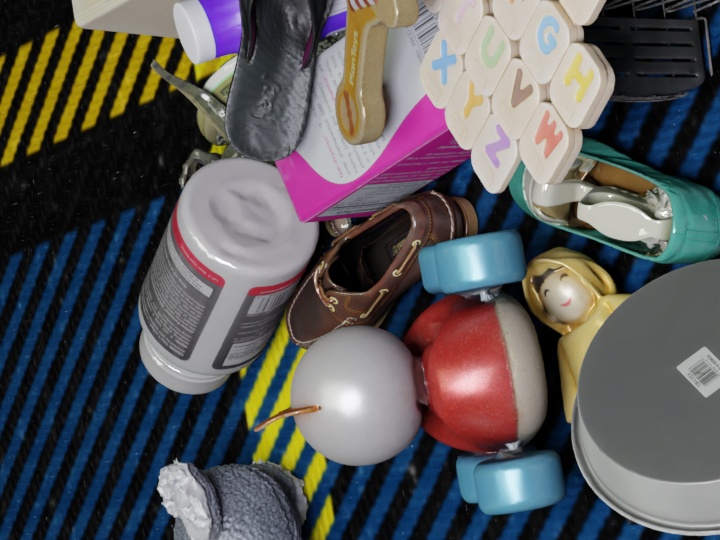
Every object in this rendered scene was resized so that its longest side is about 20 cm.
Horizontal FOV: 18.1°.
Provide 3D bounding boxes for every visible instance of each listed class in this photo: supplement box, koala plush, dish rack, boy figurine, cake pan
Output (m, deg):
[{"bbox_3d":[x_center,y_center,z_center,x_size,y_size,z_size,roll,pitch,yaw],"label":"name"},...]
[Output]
[{"bbox_3d":[0.034,-0.123,1.616,0.199,0.103,0.102,-30,76,33],"label":"supplement box"},{"bbox_3d":[-0.080,0.235,1.719,0.183,0.177,0.201,-29,69,29],"label":"koala plush"},{"bbox_3d":[0.174,-0.211,1.465,0.054,0.152,0.202,-15,80,57],"label":"dish rack"},{"bbox_3d":[0.176,0.065,1.522,0.124,0.064,0.201,-43,64,40],"label":"boy figurine"},{"bbox_3d":[0.222,0.071,1.408,0.199,0.037,0.201,-15,47,16],"label":"cake pan"}]

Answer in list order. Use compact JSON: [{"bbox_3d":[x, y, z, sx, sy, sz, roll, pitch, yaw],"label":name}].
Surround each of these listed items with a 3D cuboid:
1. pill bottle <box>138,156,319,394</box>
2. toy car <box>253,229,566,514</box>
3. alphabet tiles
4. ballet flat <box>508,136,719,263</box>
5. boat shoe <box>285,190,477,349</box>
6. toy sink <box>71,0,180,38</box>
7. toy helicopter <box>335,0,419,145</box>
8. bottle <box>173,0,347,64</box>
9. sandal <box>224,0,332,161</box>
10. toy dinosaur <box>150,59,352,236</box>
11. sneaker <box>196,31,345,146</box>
[{"bbox_3d":[-0.111,0.012,1.755,0.111,0.110,0.200,63,148,24],"label":"pill bottle"},{"bbox_3d":[0.022,0.080,1.548,0.177,0.198,0.186,170,90,-85],"label":"toy car"},{"bbox_3d":[0.094,-0.156,1.451,0.201,0.015,0.196,61,141,32],"label":"alphabet tiles"},{"bbox_3d":[0.160,-0.051,1.532,0.199,0.070,0.068,20,105,44],"label":"ballet flat"},{"bbox_3d":[0.000,0.000,1.695,0.200,0.070,0.071,-41,65,39],"label":"boat shoe"},{"bbox_3d":[-0.124,-0.270,1.776,0.199,0.130,0.113,-20,76,44],"label":"toy sink"},{"bbox_3d":[0.000,-0.182,1.520,0.132,0.078,0.201,43,136,49],"label":"toy helicopter"},{"bbox_3d":[-0.037,-0.204,1.638,0.084,0.199,0.066,-137,30,-59],"label":"bottle"},{"bbox_3d":[-0.054,-0.174,1.571,0.048,0.075,0.202,-124,38,-76],"label":"sandal"},{"bbox_3d":[-0.092,-0.086,1.768,0.199,0.048,0.088,35,138,-4],"label":"toy dinosaur"},{"bbox_3d":[-0.055,-0.138,1.754,0.200,0.077,0.089,-38,75,42],"label":"sneaker"}]
